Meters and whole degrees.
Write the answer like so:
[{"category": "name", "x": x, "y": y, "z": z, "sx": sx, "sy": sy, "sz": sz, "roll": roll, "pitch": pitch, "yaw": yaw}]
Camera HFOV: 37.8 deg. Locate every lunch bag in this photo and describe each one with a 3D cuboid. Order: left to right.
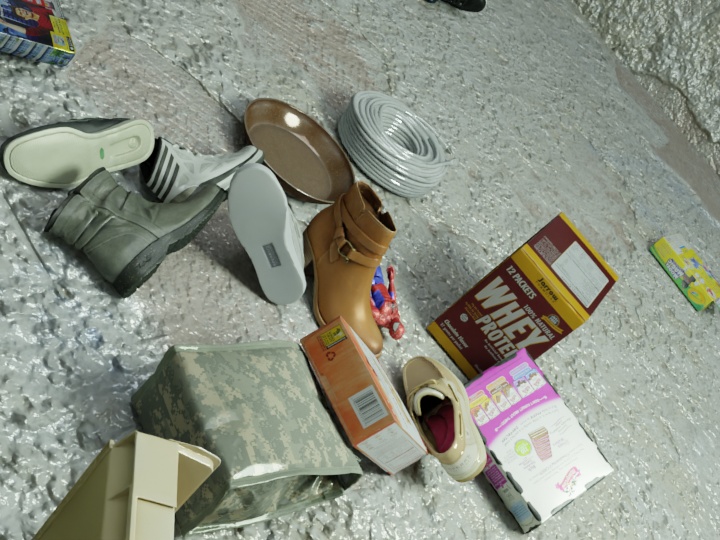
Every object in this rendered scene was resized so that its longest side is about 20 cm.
[{"category": "lunch bag", "x": -0.106, "y": 0.162, "z": 1.065, "sx": 0.200, "sy": 0.118, "sz": 0.164, "roll": 1, "pitch": 51, "yaw": -44}]

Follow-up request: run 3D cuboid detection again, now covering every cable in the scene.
[{"category": "cable", "x": 0.054, "y": -0.210, "z": 1.735, "sx": 0.200, "sy": 0.069, "sz": 0.200, "roll": 47, "pitch": 32, "yaw": 4}]

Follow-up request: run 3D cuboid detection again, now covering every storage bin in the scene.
[{"category": "storage bin", "x": -0.182, "y": 0.256, "z": 0.787, "sx": 0.094, "sy": 0.199, "sz": 0.200, "roll": 23, "pitch": 38, "yaw": -27}]

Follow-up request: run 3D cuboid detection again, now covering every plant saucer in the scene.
[{"category": "plant saucer", "x": -0.095, "y": -0.166, "z": 1.537, "sx": 0.200, "sy": 0.037, "sz": 0.201, "roll": 31, "pitch": 33, "yaw": -23}]

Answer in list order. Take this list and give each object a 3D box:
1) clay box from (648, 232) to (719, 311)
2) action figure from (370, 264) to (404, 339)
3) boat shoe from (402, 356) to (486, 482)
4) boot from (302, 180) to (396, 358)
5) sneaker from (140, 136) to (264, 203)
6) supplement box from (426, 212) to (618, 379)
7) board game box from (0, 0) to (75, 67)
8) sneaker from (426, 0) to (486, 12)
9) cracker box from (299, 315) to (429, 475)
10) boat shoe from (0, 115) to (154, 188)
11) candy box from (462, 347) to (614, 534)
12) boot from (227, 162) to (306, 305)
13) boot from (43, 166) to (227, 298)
[{"category": "clay box", "x": 0.723, "y": 0.013, "z": 2.293, "sx": 0.115, "sy": 0.048, "sz": 0.200, "roll": -11, "pitch": 63, "yaw": -54}, {"category": "action figure", "x": 0.017, "y": 0.011, "z": 1.457, "sx": 0.065, "sy": 0.052, "sz": 0.200, "roll": 13, "pitch": 46, "yaw": -47}, {"category": "boat shoe", "x": 0.094, "y": 0.169, "z": 1.305, "sx": 0.069, "sy": 0.074, "sz": 0.200, "roll": 44, "pitch": 11, "yaw": -39}, {"category": "boot", "x": 0.000, "y": 0.000, "z": 1.341, "sx": 0.200, "sy": 0.155, "sz": 0.074, "roll": 55, "pitch": 32, "yaw": 15}, {"category": "sneaker", "x": -0.203, "y": -0.141, "z": 1.339, "sx": 0.115, "sy": 0.076, "sz": 0.201, "roll": 45, "pitch": 33, "yaw": -4}, {"category": "supplement box", "x": 0.238, "y": 0.047, "z": 1.529, "sx": 0.133, "sy": 0.197, "sz": 0.200, "roll": 50, "pitch": 31, "yaw": 4}, {"category": "board game box", "x": -0.466, "y": -0.336, "z": 1.268, "sx": 0.200, "sy": 0.062, "sz": 0.200, "roll": 9, "pitch": 47, "yaw": -44}, {"category": "sneaker", "x": 0.197, "y": -0.627, "z": 2.399, "sx": 0.200, "sy": 0.073, "sz": 0.112, "roll": 26, "pitch": 38, "yaw": -15}, {"category": "cracker box", "x": 0.008, "y": 0.146, "z": 1.188, "sx": 0.134, "sy": 0.058, "sz": 0.200, "roll": 61, "pitch": 2, "yaw": 23}, {"category": "boat shoe", "x": -0.333, "y": -0.141, "z": 1.214, "sx": 0.067, "sy": 0.072, "sz": 0.200, "roll": 20, "pitch": 25, "yaw": 33}, {"category": "candy box", "x": 0.215, "y": 0.221, "z": 1.379, "sx": 0.136, "sy": 0.061, "sz": 0.200, "roll": -27, "pitch": 72, "yaw": -26}, {"category": "boot", "x": -0.114, "y": -0.060, "z": 1.293, "sx": 0.096, "sy": 0.073, "sz": 0.200, "roll": -96, "pitch": 175, "yaw": -55}, {"category": "boot", "x": -0.248, "y": -0.072, "z": 1.180, "sx": 0.131, "sy": 0.068, "sz": 0.200, "roll": 45, "pitch": 49, "yaw": -3}]
